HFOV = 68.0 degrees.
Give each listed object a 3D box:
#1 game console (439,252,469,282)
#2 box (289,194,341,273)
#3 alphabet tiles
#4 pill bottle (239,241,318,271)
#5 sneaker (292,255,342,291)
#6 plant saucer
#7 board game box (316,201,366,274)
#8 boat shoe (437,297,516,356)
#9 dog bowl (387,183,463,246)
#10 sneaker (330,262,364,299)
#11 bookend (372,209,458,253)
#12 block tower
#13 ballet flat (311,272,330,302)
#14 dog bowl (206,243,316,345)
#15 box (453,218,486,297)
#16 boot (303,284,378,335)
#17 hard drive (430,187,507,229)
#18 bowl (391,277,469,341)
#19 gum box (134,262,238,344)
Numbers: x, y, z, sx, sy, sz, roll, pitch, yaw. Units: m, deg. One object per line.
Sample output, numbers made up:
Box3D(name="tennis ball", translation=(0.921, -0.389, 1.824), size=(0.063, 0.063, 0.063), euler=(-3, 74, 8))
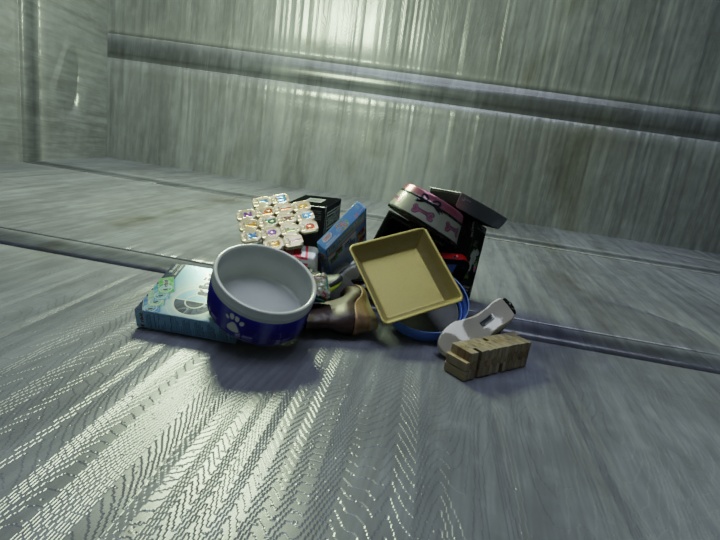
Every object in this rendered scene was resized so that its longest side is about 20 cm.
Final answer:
Box3D(name="game console", translation=(0.156, 0.024, 1.312), size=(0.195, 0.179, 0.031), euler=(4, 44, -17))
Box3D(name="box", translation=(-0.135, -0.098, 1.513), size=(0.120, 0.204, 0.200), euler=(6, 14, 9))
Box3D(name="alphabet tiles", translation=(-0.209, -0.120, 1.339), size=(0.191, 0.015, 0.202), euler=(-11, 48, -14))
Box3D(name="pill bottle", translation=(-0.206, -0.012, 1.327), size=(0.194, 0.115, 0.112), euler=(6, 15, -8))
Box3D(name="sneaker", translation=(-0.137, 0.010, 1.219), size=(0.194, 0.083, 0.074), euler=(1, 14, -8))
Box3D(name="plant saucer", translation=(0.093, 0.017, 1.154), size=(0.196, 0.049, 0.203), euler=(-14, 60, -21))
Box3D(name="board game box", translation=(-0.043, -0.066, 1.373), size=(0.036, 0.151, 0.201), euler=(37, -19, 17))
Box3D(name="boat shoe", translation=(0.237, 0.138, 1.122), size=(0.197, 0.094, 0.075), euler=(-24, 62, -21))
Box3D(name="dog bowl", translation=(0.167, -0.141, 1.316), size=(0.197, 0.075, 0.200), euler=(30, 4, -3))
Box3D(name="sneaker", translation=(0.000, 0.000, 1.349), size=(0.197, 0.076, 0.115), euler=(-30, 12, 0))
Box3D(name="bookend", translation=(0.116, -0.018, 1.393), size=(0.197, 0.203, 0.092), euler=(34, 7, 34))
Box3D(name="block tower", translation=(0.253, 0.164, 1.040), size=(0.196, 0.055, 0.057), euler=(-5, 20, -38))
Box3D(name="ballet flat", translation=(-0.150, 0.030, 1.142), size=(0.195, 0.066, 0.076), euler=(4, -14, 21))
Box3D(name="dog bowl", translation=(-0.185, 0.041, 1.002), size=(0.195, 0.080, 0.202), euler=(18, 33, -12))
Box3D(name="box", translation=(0.242, -0.040, 1.461), size=(0.146, 0.205, 0.124), euler=(14, 0, 27))
Box3D(name="boot", translation=(-0.063, 0.077, 1.153), size=(0.162, 0.074, 0.200), euler=(4, 17, -19))
Box3D(name="hard drive", translation=(0.282, -0.162, 1.411), size=(0.197, 0.043, 0.134), euler=(20, 2, -38))
Box3D(name="bowl", translation=(0.142, 0.073, 1.188), size=(0.195, 0.040, 0.203), euler=(4, 44, -4))
Box3D(name="gum box", translation=(-0.311, 0.060, 1.054), size=(0.194, 0.045, 0.171), euler=(9, 33, 4))
